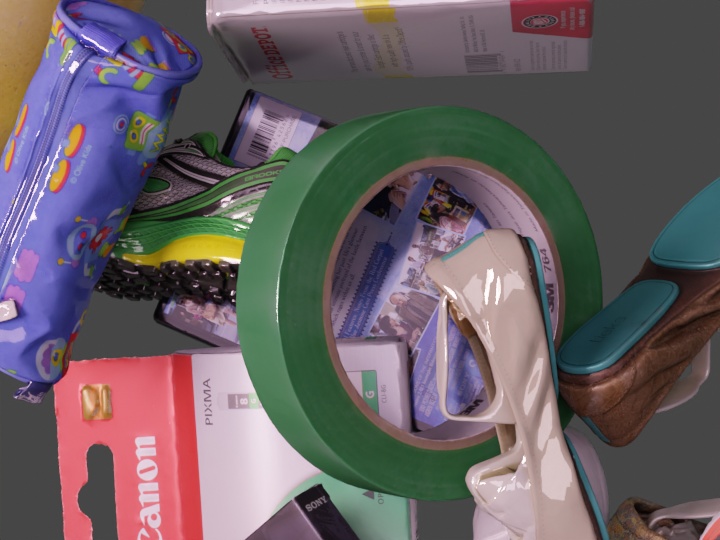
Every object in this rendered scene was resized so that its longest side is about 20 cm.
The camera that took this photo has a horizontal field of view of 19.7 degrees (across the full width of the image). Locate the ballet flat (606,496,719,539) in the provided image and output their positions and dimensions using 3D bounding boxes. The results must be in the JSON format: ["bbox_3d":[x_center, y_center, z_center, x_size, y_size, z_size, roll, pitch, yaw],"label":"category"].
[{"bbox_3d":[0.225,0.155,1.088,0.198,0.071,0.071,7,83,9],"label":"ballet flat"}]

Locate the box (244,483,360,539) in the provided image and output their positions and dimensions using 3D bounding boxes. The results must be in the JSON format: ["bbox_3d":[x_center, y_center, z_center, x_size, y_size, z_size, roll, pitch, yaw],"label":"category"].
[{"bbox_3d":[-0.050,0.226,1.081,0.200,0.036,0.143,-43,79,25],"label":"box"}]

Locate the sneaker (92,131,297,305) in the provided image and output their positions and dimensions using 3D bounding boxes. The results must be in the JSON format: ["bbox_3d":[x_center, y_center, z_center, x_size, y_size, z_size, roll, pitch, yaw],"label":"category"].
[{"bbox_3d":[-0.109,-0.031,1.136,0.199,0.078,0.086,4,70,22],"label":"sneaker"}]

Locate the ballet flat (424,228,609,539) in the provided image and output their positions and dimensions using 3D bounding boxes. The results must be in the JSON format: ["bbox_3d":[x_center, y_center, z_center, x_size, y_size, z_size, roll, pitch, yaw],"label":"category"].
[{"bbox_3d":[0.075,0.080,1.039,0.069,0.069,0.201,-14,95,3],"label":"ballet flat"}]

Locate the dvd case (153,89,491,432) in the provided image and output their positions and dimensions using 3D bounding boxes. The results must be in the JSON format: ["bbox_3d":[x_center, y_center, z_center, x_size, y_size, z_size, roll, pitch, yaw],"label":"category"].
[{"bbox_3d":[0.000,0.000,1.158,0.199,0.018,0.144,22,86,7],"label":"dvd case"}]

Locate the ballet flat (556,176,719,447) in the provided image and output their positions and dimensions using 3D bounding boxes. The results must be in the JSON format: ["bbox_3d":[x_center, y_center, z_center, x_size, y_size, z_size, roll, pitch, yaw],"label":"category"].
[{"bbox_3d":[0.177,0.022,1.105,0.068,0.073,0.200,8,43,45],"label":"ballet flat"}]

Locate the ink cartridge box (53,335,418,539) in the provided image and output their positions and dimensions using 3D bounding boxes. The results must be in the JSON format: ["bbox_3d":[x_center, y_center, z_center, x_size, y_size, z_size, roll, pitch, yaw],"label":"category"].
[{"bbox_3d":[-0.069,0.122,1.122,0.198,0.050,0.162,-4,91,3],"label":"ink cartridge box"}]

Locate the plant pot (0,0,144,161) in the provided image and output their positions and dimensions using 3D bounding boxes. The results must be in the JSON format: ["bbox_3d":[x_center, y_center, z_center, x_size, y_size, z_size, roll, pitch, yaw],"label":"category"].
[{"bbox_3d":[-0.228,-0.111,1.111,0.199,0.200,0.143,16,91,7],"label":"plant pot"}]

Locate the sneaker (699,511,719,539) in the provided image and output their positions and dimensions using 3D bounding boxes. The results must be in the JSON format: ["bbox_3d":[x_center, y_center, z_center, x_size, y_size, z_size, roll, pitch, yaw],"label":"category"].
[{"bbox_3d":[0.169,0.210,1.044,0.077,0.082,0.201,19,120,8],"label":"sneaker"}]

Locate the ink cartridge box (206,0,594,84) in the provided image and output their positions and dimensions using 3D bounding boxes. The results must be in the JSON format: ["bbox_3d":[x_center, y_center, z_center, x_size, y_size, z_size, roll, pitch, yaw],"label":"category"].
[{"bbox_3d":[0.024,-0.159,1.113,0.198,0.145,0.084,-3,81,5],"label":"ink cartridge box"}]

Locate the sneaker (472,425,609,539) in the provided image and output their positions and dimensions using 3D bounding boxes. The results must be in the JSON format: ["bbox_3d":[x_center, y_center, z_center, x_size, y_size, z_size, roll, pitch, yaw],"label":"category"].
[{"bbox_3d":[0.082,0.177,1.091,0.075,0.088,0.201,17,84,9],"label":"sneaker"}]

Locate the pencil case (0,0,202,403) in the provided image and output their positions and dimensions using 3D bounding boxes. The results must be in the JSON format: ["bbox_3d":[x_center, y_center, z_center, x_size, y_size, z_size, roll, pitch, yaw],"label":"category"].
[{"bbox_3d":[-0.152,-0.037,1.049,0.078,0.087,0.201,28,105,11],"label":"pencil case"}]

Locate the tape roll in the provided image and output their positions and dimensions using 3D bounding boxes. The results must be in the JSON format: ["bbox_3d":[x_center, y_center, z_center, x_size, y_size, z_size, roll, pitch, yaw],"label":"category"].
[{"bbox_3d":[0.033,0.017,1.072,0.199,0.048,0.202,0,91,-30],"label":"tape roll"}]
